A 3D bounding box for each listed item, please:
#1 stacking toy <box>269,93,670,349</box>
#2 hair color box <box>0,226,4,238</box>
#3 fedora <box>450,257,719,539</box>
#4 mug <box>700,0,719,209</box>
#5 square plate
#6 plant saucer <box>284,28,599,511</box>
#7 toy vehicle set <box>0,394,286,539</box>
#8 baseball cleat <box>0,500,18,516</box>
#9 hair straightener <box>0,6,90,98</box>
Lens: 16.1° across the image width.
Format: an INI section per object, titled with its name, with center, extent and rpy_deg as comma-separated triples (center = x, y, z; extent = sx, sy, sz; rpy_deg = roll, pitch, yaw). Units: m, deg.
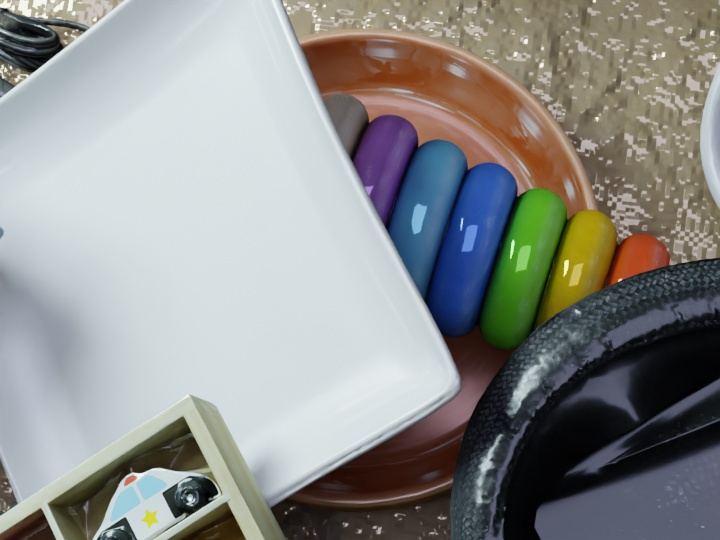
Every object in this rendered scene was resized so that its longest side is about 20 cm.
[stacking toy]
center = 0.068, -0.002, 0.979
extent = 0.199, 0.085, 0.086
rpy_deg = 17, 76, 5
[hair color box]
center = -0.239, -0.019, 1.003
extent = 0.200, 0.061, 0.099
rpy_deg = 25, 76, 44
[fedora]
center = 0.134, 0.091, 0.921
extent = 0.199, 0.092, 0.202
rpy_deg = -1, 80, 8
[mug]
center = 0.213, -0.087, 0.996
extent = 0.175, 0.147, 0.200
rpy_deg = 41, 112, 23
[square plate]
center = -0.072, 0.003, 0.957
extent = 0.198, 0.028, 0.201
rpy_deg = -34, 71, 28
[plant saucer]
center = 0.000, 0.000, 1.038
extent = 0.199, 0.032, 0.201
rpy_deg = -2, 73, 6
[toy vehicle set]
center = -0.110, 0.151, 0.914
extent = 0.200, 0.027, 0.125
rpy_deg = -33, 72, 10
[baseball cleat]
center = -0.188, 0.149, 1.004
extent = 0.199, 0.070, 0.107
rpy_deg = -4, 109, -10
[hair straightener]
center = -0.181, -0.108, 1.081
extent = 0.199, 0.041, 0.077
rpy_deg = 25, 78, 12
